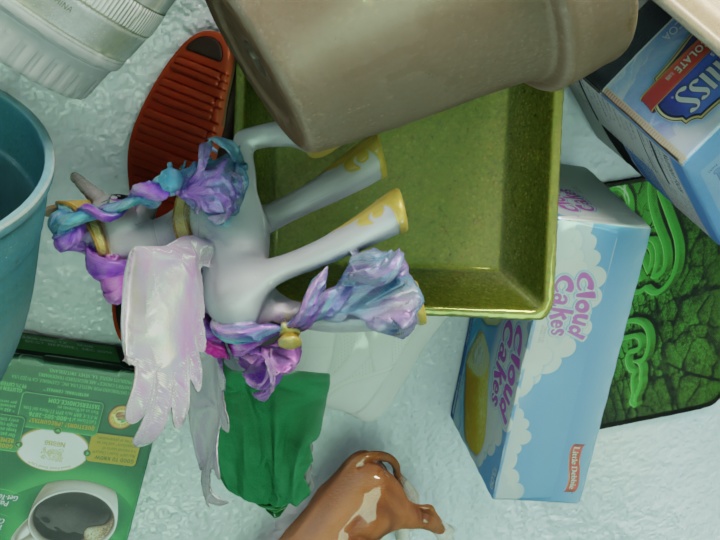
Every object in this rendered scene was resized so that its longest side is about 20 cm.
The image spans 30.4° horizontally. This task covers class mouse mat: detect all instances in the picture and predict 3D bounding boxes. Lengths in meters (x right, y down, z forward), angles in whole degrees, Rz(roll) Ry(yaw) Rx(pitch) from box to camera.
[{"bbox_3d":[0.204,0.026,0.977,0.159,0.008,0.203,-10,114,-14],"label":"mouse mat"}]

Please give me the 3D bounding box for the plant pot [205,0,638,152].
[{"bbox_3d":[0.017,-0.151,0.677,0.174,0.200,0.202,-33,119,-7],"label":"plant pot"}]

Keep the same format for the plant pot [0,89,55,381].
[{"bbox_3d":[-0.269,0.015,0.724,0.197,0.201,0.190,-1,125,-17],"label":"plant pot"}]

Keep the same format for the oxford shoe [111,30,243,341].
[{"bbox_3d":[-0.101,-0.048,0.825,0.072,0.071,0.203,-2,113,-49],"label":"oxford shoe"}]

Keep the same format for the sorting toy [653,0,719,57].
[{"bbox_3d":[0.230,-0.218,0.735,0.185,0.036,0.200,43,89,12],"label":"sorting toy"}]

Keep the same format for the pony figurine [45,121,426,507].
[{"bbox_3d":[-0.068,0.009,0.718,0.197,0.195,0.167,-13,152,-2],"label":"pony figurine"}]

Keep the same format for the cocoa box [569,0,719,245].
[{"bbox_3d":[0.242,-0.143,0.822,0.200,0.131,0.133,-44,146,4],"label":"cocoa box"}]

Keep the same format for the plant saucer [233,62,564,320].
[{"bbox_3d":[0.021,-0.076,0.807,0.197,0.048,0.203,2,92,-6],"label":"plant saucer"}]

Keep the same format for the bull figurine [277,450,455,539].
[{"bbox_3d":[-0.027,0.216,0.952,0.121,0.065,0.200,33,106,-35],"label":"bull figurine"}]

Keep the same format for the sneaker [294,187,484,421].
[{"bbox_3d":[0.000,0.000,0.862,0.114,0.074,0.202,19,107,-27],"label":"sneaker"}]

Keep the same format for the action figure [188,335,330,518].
[{"bbox_3d":[-0.067,0.106,0.866,0.116,0.055,0.201,11,143,12],"label":"action figure"}]

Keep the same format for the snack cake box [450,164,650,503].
[{"bbox_3d":[0.122,0.040,0.891,0.066,0.115,0.203,5,112,-13],"label":"snack cake box"}]

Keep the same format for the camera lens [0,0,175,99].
[{"bbox_3d":[-0.140,-0.211,0.676,0.159,0.160,0.201,35,99,-27],"label":"camera lens"}]

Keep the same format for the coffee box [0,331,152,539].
[{"bbox_3d":[-0.208,0.142,0.873,0.121,0.044,0.202,9,109,-20],"label":"coffee box"}]
